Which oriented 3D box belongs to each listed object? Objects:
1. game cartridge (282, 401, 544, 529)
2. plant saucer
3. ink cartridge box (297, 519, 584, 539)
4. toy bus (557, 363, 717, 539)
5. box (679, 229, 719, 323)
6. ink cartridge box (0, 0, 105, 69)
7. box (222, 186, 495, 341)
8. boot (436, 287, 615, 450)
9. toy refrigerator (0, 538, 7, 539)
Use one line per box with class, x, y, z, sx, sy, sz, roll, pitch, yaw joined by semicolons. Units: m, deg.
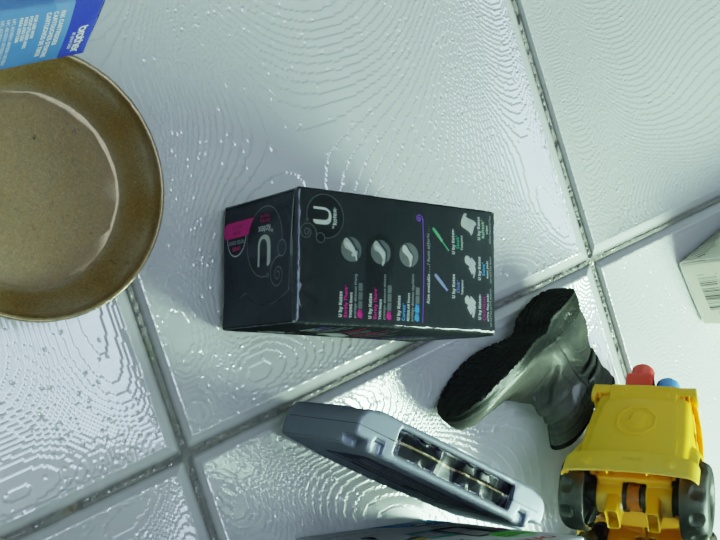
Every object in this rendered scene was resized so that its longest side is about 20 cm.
game cartridge;0.039;0.159;0.951;0.199;0.133;0.041;30;68;-28
plant saucer;-0.240;-0.062;0.842;0.198;0.035;0.203;5;81;-35
ink cartridge box;0.063;0.283;0.911;0.145;0.199;0.148;1;83;-35
toy bus;0.277;0.196;1.116;0.193;0.134;0.201;-66;147;-45
box;0.450;-0.022;1.303;0.199;0.068;0.083;-32;103;-34
ink cartridge box;-0.268;-0.213;0.798;0.199;0.076;0.137;-20;77;-36
box;0.000;0.000;0.950;0.198;0.122;0.107;5;82;-35
boot;0.168;0.119;1.092;0.200;0.067;0.132;-39;112;-31
toy refrigerator;-0.267;0.283;0.760;0.075;0.070;0.203;-1;85;-35
